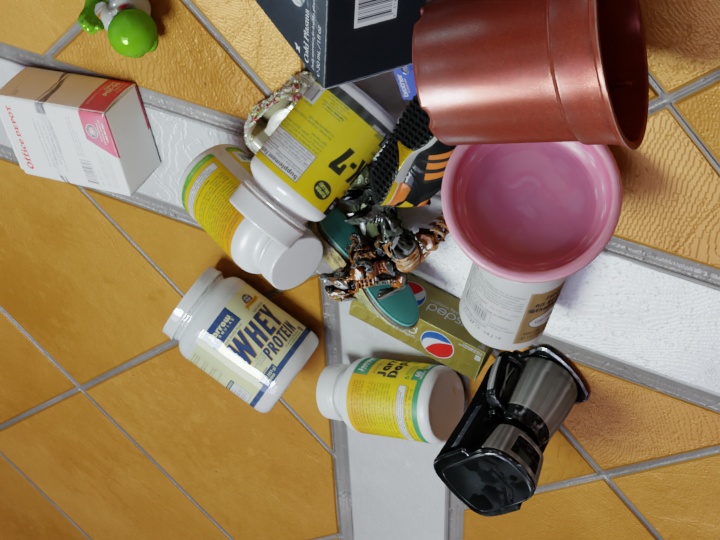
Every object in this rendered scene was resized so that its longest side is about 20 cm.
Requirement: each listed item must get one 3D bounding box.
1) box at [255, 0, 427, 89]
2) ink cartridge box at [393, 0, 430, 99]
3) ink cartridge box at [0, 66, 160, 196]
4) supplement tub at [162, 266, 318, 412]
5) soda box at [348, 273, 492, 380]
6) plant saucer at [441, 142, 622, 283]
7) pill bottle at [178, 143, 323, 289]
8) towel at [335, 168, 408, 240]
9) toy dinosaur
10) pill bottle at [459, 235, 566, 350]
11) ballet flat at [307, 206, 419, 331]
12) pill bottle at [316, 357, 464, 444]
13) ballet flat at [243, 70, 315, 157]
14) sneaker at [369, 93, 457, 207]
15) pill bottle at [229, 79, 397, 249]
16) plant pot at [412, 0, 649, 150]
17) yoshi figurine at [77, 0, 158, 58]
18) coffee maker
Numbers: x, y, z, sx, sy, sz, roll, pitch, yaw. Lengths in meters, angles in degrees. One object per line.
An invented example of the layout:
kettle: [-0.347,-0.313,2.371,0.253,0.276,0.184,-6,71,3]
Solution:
box: [-0.027,-0.332,1.344,0.197,0.124,0.200,56,155,37]
ink cartridge box: [0.123,-0.247,1.448,0.200,0.042,0.120,2,131,32]
ink cartridge box: [-0.401,-0.200,1.856,0.200,0.083,0.147,13,136,26]
supplement tub: [-0.178,0.101,1.947,0.200,0.145,0.145,36,142,0]
soda box: [0.087,0.065,1.775,0.200,0.064,0.068,28,141,11]
plant saucer: [0.191,-0.081,1.465,0.200,0.201,0.051,27,170,11]
pill bottle: [-0.139,-0.066,1.687,0.200,0.111,0.111,44,149,33]
towel: [-0.041,-0.084,1.743,0.200,0.037,0.149,-12,121,44]
toy dinosaur: [0.036,-0.039,1.645,0.136,0.200,0.102,61,164,-22]
pill bottle: [0.193,-0.004,1.584,0.114,0.114,0.200,27,141,12]
ballet flat: [0.000,0.000,1.716,0.200,0.071,0.071,49,140,-9]
pill bottle: [0.040,0.185,1.895,0.200,0.113,0.113,4,132,35]
ballet flat: [-0.109,-0.186,1.667,0.076,0.064,0.200,41,142,-4]
sneaker: [0.089,-0.144,1.518,0.090,0.070,0.200,7,142,-29]
pill bottle: [-0.058,-0.132,1.559,0.114,0.200,0.114,39,-176,-3]
plant pot: [0.167,-0.208,1.297,0.195,0.201,0.201,-5,127,26]
yoshi figurine: [-0.306,-0.346,1.621,0.112,0.112,0.200,-5,129,32]
coffee maker: [0.192,0.225,1.750,0.135,0.200,0.192,33,142,6]
